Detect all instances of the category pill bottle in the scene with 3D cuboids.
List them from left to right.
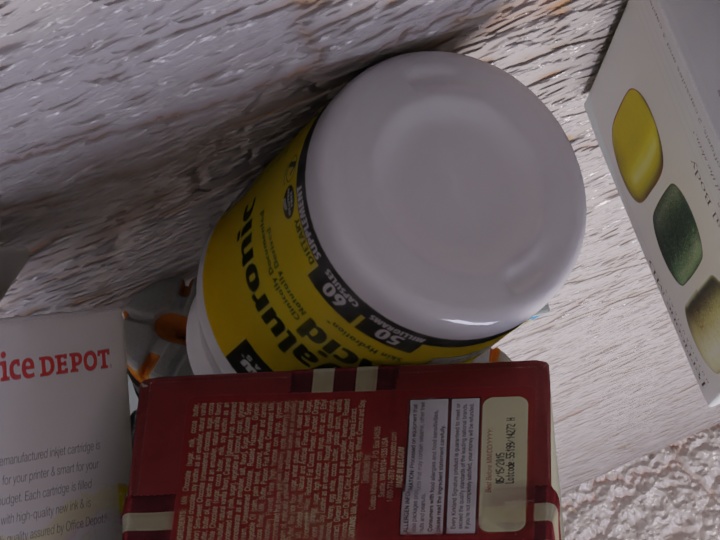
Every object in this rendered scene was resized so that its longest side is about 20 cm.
[{"bbox_3d":[0.000,0.000,1.100,0.111,0.112,0.200,-17,168,-26],"label":"pill bottle"}]

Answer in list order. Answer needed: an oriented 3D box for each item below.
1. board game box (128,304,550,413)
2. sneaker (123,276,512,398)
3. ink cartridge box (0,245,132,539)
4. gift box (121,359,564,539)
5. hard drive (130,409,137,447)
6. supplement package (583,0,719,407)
[{"bbox_3d":[-0.029,0.040,1.384,0.200,0.064,0.147,-31,167,34],"label":"board game box"},{"bbox_3d":[-0.011,0.058,1.255,0.199,0.078,0.077,16,147,7],"label":"sneaker"},{"bbox_3d":[-0.166,0.094,1.032,0.125,0.201,0.128,-4,179,28],"label":"ink cartridge box"},{"bbox_3d":[0.014,0.160,1.043,0.199,0.185,0.187,2,139,9],"label":"gift box"},{"bbox_3d":[-0.043,0.099,1.215,0.139,0.038,0.200,11,167,-7],"label":"hard drive"},{"bbox_3d":[0.196,-0.052,1.132,0.150,0.152,0.200,-21,170,-6],"label":"supplement package"}]
